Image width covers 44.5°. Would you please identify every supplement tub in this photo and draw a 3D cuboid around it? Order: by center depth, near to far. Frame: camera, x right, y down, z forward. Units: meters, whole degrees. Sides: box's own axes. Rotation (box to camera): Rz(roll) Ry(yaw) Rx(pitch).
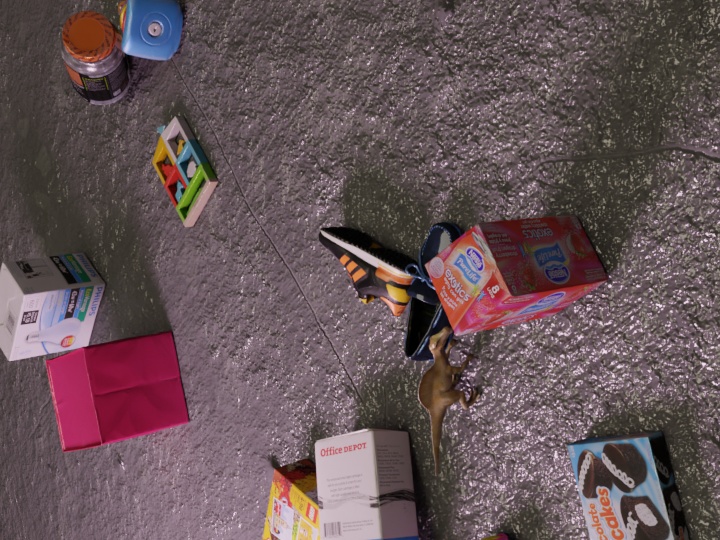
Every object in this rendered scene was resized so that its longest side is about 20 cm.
[{"bbox_3d":[-0.523,-0.419,1.736,0.200,0.121,0.124,128,126,-74],"label":"supplement tub"}]

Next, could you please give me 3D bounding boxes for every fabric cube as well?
[{"bbox_3d":[-0.502,0.247,1.812,0.195,0.198,0.203,-17,83,48],"label":"fabric cube"}]

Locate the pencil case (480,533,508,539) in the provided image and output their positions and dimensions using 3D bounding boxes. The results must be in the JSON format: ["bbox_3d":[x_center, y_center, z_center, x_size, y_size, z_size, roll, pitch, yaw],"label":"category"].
[{"bbox_3d":[0.198,0.461,1.183,0.088,0.088,0.202,-37,68,43],"label":"pencil case"}]

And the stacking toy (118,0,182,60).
[{"bbox_3d":[-0.430,-0.489,1.711,0.200,0.109,0.117,39,121,49],"label":"stacking toy"}]

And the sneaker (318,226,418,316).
[{"bbox_3d":[0.000,0.000,1.332,0.199,0.070,0.091,28,113,39],"label":"sneaker"}]

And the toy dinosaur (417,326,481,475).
[{"bbox_3d":[0.113,0.169,1.214,0.058,0.100,0.203,10,103,45],"label":"toy dinosaur"}]

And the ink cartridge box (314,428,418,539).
[{"bbox_3d":[0.008,0.351,1.337,0.145,0.084,0.203,-22,66,46],"label":"ink cartridge box"}]

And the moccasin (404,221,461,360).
[{"bbox_3d":[0.103,0.035,1.229,0.080,0.068,0.203,15,106,44],"label":"moccasin"}]

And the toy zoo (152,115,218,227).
[{"bbox_3d":[-0.349,-0.204,1.711,0.131,0.020,0.201,-51,59,38],"label":"toy zoo"}]

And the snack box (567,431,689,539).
[{"bbox_3d":[0.327,0.300,1.053,0.116,0.037,0.203,-19,82,47],"label":"snack box"}]

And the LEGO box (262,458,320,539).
[{"bbox_3d":[-0.089,0.448,1.488,0.148,0.077,0.202,28,115,41],"label":"LEGO box"}]

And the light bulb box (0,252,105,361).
[{"bbox_3d":[-0.717,0.081,2.015,0.125,0.199,0.200,45,126,31],"label":"light bulb box"}]

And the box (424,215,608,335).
[{"bbox_3d":[0.186,0.003,1.040,0.100,0.199,0.096,-40,66,42],"label":"box"}]
